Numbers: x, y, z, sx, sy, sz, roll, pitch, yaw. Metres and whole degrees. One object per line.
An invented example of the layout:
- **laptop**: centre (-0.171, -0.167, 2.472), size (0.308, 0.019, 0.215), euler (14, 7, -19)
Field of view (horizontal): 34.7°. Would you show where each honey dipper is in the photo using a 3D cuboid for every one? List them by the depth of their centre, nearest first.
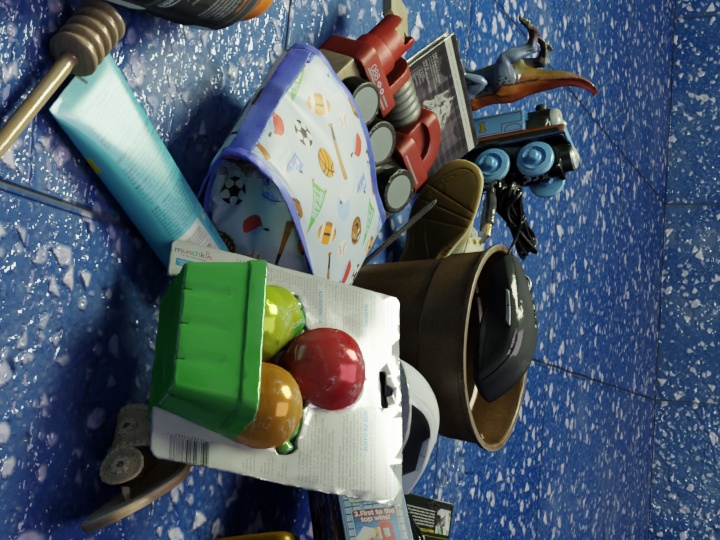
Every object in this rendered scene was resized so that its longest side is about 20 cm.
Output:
- **honey dipper**: centre (-0.220, -0.111, 0.772), size (0.200, 0.038, 0.038), euler (-65, 146, -38)

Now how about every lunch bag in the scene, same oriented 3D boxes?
- **lunch bag**: centre (-0.065, -0.073, 1.005), size (0.200, 0.123, 0.170), euler (80, 24, -43)

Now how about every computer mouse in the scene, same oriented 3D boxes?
- **computer mouse**: centre (0.046, 0.165, 1.058), size (0.110, 0.044, 0.200), euler (-105, -164, -49)
- **computer mouse**: centre (0.140, 0.014, 1.070), size (0.141, 0.046, 0.200), euler (59, 40, -51)

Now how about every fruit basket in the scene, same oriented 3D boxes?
- **fruit basket**: centre (-0.060, 0.079, 0.880), size (0.200, 0.094, 0.186), euler (19, 53, -27)

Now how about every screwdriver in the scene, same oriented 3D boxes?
- **screwdriver**: centre (0.000, 0.000, 1.097), size (0.029, 0.200, 0.028), euler (40, 17, -44)

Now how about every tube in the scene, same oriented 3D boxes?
- **tube**: centre (-0.165, -0.070, 0.884), size (0.200, 0.050, 0.078), euler (62, 34, -38)

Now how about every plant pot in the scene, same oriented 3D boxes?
- **plant pot**: centre (0.047, 0.072, 1.160), size (0.200, 0.198, 0.201), euler (2, 90, -65)

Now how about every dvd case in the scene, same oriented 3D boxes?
- **dvd case**: centre (0.055, -0.159, 1.301), size (0.200, 0.016, 0.149), euler (-40, 130, -30)

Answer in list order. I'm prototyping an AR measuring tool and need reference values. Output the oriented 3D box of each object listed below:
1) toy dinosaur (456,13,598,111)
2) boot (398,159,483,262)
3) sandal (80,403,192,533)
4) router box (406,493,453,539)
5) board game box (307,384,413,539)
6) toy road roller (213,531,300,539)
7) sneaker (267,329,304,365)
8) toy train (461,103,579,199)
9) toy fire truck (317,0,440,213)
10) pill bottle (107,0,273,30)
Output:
- **toy dinosaur**: centre (0.146, -0.220, 1.376), size (0.182, 0.200, 0.105), euler (-47, 166, 10)
- **boot**: centre (0.111, -0.047, 1.394), size (0.155, 0.072, 0.201), euler (-23, 137, -64)
- **sandal**: centre (-0.164, 0.134, 0.890), size (0.070, 0.077, 0.212), euler (66, 20, 1)
- **router box**: centre (0.044, 0.333, 1.337), size (0.200, 0.051, 0.150), euler (34, 62, -61)
- **board game box**: centre (-0.008, 0.198, 1.072), size (0.200, 0.061, 0.201), euler (112, -27, -64)
- **toy road roller**: centre (-0.075, 0.314, 1.010), size (0.200, 0.123, 0.146), euler (46, 39, -56)
- **sneaker**: centre (-0.091, 0.100, 1.024), size (0.201, 0.108, 0.067), euler (121, -29, -64)
- **toy train**: centre (0.169, -0.145, 1.422), size (0.087, 0.199, 0.115), euler (46, 40, -56)
- **toy fire truck**: centre (0.025, -0.188, 1.175), size (0.200, 0.128, 0.176), euler (-47, 137, -22)
- **pill bottle**: centre (-0.136, -0.240, 0.862), size (0.200, 0.106, 0.107), euler (0, 91, -65)
